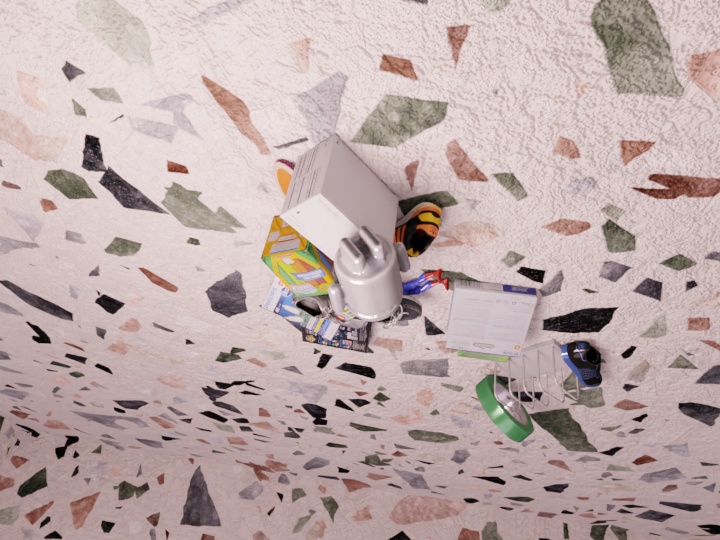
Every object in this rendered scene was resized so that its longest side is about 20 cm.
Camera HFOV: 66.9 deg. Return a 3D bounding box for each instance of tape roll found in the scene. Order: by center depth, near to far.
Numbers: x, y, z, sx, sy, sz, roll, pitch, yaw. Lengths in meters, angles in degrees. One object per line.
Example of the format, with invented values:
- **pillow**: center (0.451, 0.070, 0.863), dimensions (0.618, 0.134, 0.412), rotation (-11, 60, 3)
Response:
- **tape roll**: center (0.422, 0.401, 1.597), dimensions (0.199, 0.202, 0.048), rotation (34, 112, -29)

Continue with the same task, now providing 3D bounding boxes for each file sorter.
- **file sorter**: center (0.485, 0.301, 1.509), dimensions (0.138, 0.126, 0.198), rotation (34, 138, -30)

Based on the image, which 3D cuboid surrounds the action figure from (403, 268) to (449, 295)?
- **action figure**: center (0.111, 0.066, 1.316), dimensions (0.197, 0.100, 0.065), rotation (-14, 137, 34)

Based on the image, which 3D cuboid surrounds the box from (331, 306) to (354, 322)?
- **box**: center (0.000, 0.000, 1.161), dimensions (0.034, 0.203, 0.109), rotation (31, 141, -27)

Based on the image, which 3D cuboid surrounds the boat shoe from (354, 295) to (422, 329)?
- **boat shoe**: center (0.060, 0.093, 1.248), dimensions (0.197, 0.062, 0.075), rotation (14, 126, -28)

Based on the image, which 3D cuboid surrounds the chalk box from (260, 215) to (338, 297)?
- **chalk box**: center (-0.109, -0.024, 1.223), dimensions (0.123, 0.126, 0.201), rotation (-10, 139, 27)

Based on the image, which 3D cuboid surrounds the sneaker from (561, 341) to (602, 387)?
- **sneaker**: center (0.613, 0.253, 1.457), dimensions (0.077, 0.071, 0.199), rotation (-18, 136, 41)

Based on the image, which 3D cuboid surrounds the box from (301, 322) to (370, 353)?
- **box**: center (-0.067, 0.146, 1.506), dimensions (0.194, 0.050, 0.202), rotation (10, 142, 5)

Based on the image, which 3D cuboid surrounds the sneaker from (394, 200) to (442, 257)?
- **sneaker**: center (0.099, -0.058, 1.150), dimensions (0.069, 0.091, 0.200), rotation (23, 142, -17)

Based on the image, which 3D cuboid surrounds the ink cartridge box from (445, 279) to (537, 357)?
- **ink cartridge box**: center (0.314, 0.119, 1.338), dimensions (0.192, 0.044, 0.203), rotation (7, 129, 5)

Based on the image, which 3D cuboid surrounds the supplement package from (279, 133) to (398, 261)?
- **supplement package**: center (-0.033, -0.121, 1.042), dimensions (0.110, 0.158, 0.199), rotation (-22, 133, 37)

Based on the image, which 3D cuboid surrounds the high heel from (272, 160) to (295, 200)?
- **high heel**: center (-0.096, -0.155, 1.123), dimensions (0.200, 0.096, 0.067), rotation (45, 123, -11)

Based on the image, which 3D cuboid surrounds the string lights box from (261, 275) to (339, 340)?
- **string lights box**: center (-0.138, 0.083, 1.380), dimensions (0.197, 0.059, 0.104), rotation (26, 118, -7)

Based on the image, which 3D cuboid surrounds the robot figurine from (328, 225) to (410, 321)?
- **robot figurine**: center (0.018, 0.014, 0.980), dimensions (0.167, 0.113, 0.202), rotation (-28, 141, -11)

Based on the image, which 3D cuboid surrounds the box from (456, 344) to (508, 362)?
- **box**: center (0.341, 0.178, 1.458), dimensions (0.141, 0.037, 0.202), rotation (7, 143, 5)

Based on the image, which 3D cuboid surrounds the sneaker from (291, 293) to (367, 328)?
- **sneaker**: center (-0.077, 0.099, 1.299), dimensions (0.196, 0.082, 0.076), rotation (20, 119, -3)
